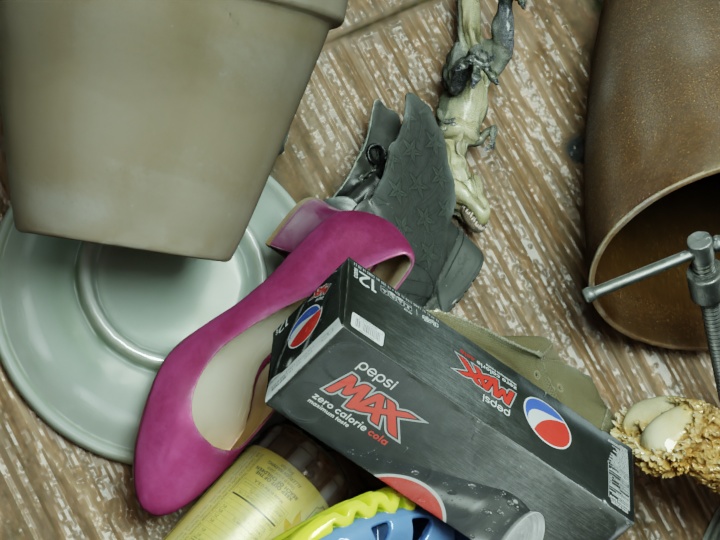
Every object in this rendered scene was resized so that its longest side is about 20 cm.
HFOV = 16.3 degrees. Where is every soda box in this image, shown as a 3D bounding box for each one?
[{"bbox_3d":[0.048,0.083,1.311,0.200,0.071,0.063,35,29,-19],"label":"soda box"}]

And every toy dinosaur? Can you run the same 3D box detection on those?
[{"bbox_3d":[0.071,-0.127,1.481,0.047,0.088,0.201,12,71,-11],"label":"toy dinosaur"}]

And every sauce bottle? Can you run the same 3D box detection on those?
[{"bbox_3d":[-0.089,0.172,1.358,0.065,0.065,0.200,43,69,1],"label":"sauce bottle"}]

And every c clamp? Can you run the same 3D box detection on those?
[{"bbox_3d":[0.229,0.039,1.443,0.170,0.200,0.027,-23,43,3],"label":"c clamp"}]

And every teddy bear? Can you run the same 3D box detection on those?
[{"bbox_3d":[0.236,0.110,1.396,0.199,0.145,0.067,8,91,-23],"label":"teddy bear"}]

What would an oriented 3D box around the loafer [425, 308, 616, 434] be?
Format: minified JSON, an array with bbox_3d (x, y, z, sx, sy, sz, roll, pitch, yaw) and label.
[{"bbox_3d":[0.073,0.068,1.405,0.200,0.076,0.068,35,34,-43],"label":"loafer"}]

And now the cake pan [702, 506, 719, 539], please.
[{"bbox_3d":[0.294,0.197,1.468,0.200,0.037,0.201,5,72,-14],"label":"cake pan"}]

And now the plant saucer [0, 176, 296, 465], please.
[{"bbox_3d":[-0.109,0.009,1.411,0.199,0.050,0.201,5,71,-14],"label":"plant saucer"}]

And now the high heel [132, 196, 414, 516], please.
[{"bbox_3d":[-0.046,0.055,1.344,0.067,0.096,0.200,42,82,-34],"label":"high heel"}]

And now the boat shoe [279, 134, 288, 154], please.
[{"bbox_3d":[-0.040,-0.165,1.448,0.067,0.072,0.201,19,86,20],"label":"boat shoe"}]

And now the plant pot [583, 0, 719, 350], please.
[{"bbox_3d":[0.208,-0.087,1.470,0.186,0.187,0.200,2,54,-15],"label":"plant pot"}]

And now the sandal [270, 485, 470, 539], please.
[{"bbox_3d":[0.029,0.162,1.351,0.200,0.079,0.087,-3,71,-43],"label":"sandal"}]

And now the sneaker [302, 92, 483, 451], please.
[{"bbox_3d":[0.002,0.000,1.424,0.104,0.060,0.200,50,56,-20],"label":"sneaker"}]

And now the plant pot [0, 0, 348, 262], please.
[{"bbox_3d":[-0.111,-0.098,1.327,0.199,0.200,0.174,8,90,-13],"label":"plant pot"}]
